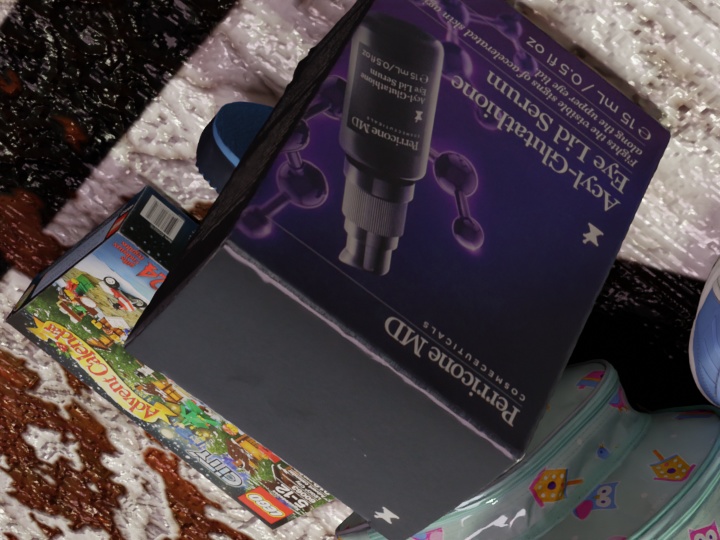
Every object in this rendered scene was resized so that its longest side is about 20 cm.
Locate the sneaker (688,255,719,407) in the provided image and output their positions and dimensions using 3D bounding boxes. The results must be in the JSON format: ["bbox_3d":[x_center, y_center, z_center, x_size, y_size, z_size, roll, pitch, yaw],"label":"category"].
[{"bbox_3d":[0.201,0.015,0.908,0.076,0.077,0.200,31,143,-7],"label":"sneaker"}]

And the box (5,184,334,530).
[{"bbox_3d":[-0.080,0.053,1.152,0.200,0.038,0.137,40,141,-14],"label":"box"}]

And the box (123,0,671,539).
[{"bbox_3d":[0.020,-0.014,0.883,0.148,0.200,0.104,36,142,-10],"label":"box"}]

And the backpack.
[{"bbox_3d":[0.101,0.133,1.014,0.200,0.176,0.153,-6,116,48],"label":"backpack"}]

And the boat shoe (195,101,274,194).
[{"bbox_3d":[0.000,0.000,1.005,0.200,0.084,0.069,37,130,-8],"label":"boat shoe"}]
